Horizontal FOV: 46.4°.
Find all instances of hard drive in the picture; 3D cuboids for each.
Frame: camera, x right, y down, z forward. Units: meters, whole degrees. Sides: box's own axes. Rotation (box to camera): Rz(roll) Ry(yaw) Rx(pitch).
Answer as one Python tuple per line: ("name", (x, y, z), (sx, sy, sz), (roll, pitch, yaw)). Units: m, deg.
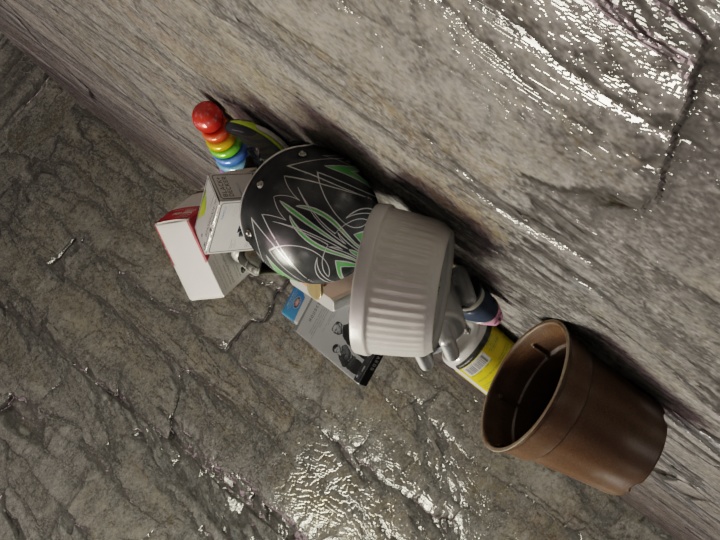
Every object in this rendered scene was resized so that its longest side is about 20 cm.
("hard drive", (0.000, 0.000, 1.386), (0.131, 0.199, 0.027), (30, 134, 47))

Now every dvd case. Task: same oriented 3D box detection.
("dvd case", (-0.019, 0.080, 1.405), (0.025, 0.151, 0.199), (25, -174, -43))

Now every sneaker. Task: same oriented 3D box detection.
("sneaker", (-0.115, -0.030, 1.387), (0.199, 0.074, 0.079), (-14, -131, -37))
("sneaker", (-0.144, -0.169, 1.362), (0.199, 0.081, 0.074), (39, 173, -20))
("sneaker", (0.153, 0.047, 1.359), (0.082, 0.070, 0.200), (40, 176, -27))

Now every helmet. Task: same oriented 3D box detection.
("helmet", (-0.069, -0.076, 1.146), (0.199, 0.201, 0.191), (38, -175, -17))

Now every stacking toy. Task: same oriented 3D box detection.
("stacking toy", (-0.243, -0.234, 1.517), (0.085, 0.086, 0.200), (33, 167, 26))

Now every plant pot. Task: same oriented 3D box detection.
("plant pot", (0.305, 0.206, 1.183), (0.197, 0.202, 0.200), (30, 175, -12))

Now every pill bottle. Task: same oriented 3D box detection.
("pill bottle", (0.259, 0.181, 1.566), (0.199, 0.115, 0.114), (38, 174, -14))

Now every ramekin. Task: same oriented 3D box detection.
("ramekin", (0.059, 0.018, 1.099), (0.104, 0.203, 0.200), (9, 168, 11))

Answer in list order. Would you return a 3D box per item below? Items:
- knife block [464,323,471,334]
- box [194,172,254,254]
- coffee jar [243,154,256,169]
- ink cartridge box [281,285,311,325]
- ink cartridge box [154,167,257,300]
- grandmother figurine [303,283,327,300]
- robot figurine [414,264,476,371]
("knife block", (0.122, 0.043, 1.531), (0.175, 0.064, 0.200), (39, 174, -12))
("box", (-0.145, -0.092, 1.295), (0.060, 0.198, 0.117), (62, 145, 33))
("coffee jar", (-0.128, -0.126, 1.501), (0.199, 0.085, 0.105), (36, 134, 6))
("ink cartridge box", (-0.032, 0.061, 1.507), (0.083, 0.146, 0.199), (27, -178, -43))
("ink cartridge box", (-0.229, -0.065, 1.413), (0.082, 0.200, 0.148), (-6, 118, 34))
("grandmother figurine", (-0.020, -0.031, 1.312), (0.122, 0.199, 0.061), (50, 139, 13))
("robot figurine", (0.088, 0.047, 1.257), (0.113, 0.168, 0.202), (68, -175, -54))
